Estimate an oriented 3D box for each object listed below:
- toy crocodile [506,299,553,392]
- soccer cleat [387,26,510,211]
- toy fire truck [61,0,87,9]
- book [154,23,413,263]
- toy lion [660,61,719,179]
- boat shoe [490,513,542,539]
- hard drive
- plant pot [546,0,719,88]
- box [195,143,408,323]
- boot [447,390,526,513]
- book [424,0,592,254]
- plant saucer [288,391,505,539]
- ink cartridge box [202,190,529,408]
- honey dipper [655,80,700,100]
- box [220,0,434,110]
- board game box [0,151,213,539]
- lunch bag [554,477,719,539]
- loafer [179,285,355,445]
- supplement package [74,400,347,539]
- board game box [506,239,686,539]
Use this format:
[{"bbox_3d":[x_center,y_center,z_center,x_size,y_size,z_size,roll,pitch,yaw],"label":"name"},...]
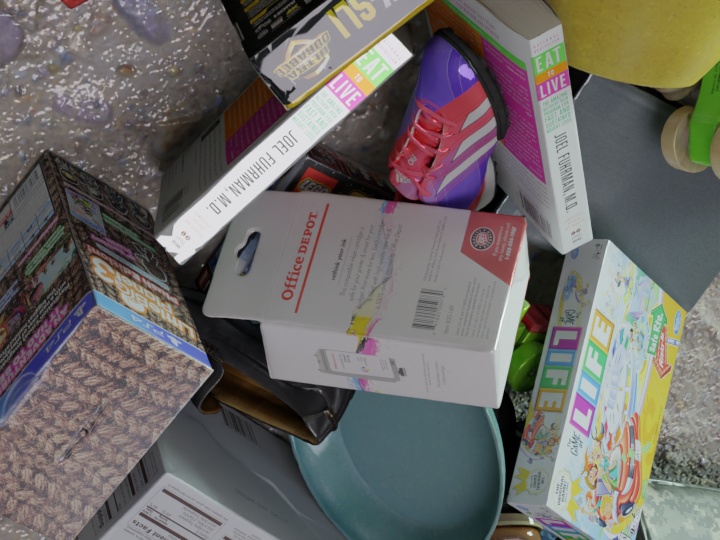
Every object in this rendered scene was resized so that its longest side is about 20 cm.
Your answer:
[{"bbox_3d":[0.138,0.054,1.649,0.062,0.068,0.200,-51,144,14],"label":"toy crocodile"},{"bbox_3d":[0.052,-0.085,1.486,0.073,0.068,0.200,-34,158,-15],"label":"soccer cleat"},{"bbox_3d":[-0.147,-0.274,1.383,0.200,0.049,0.141,-38,126,6],"label":"toy fire truck"},{"bbox_3d":[-0.052,-0.099,1.464,0.200,0.134,0.048,-41,105,11],"label":"book"},{"bbox_3d":[0.304,-0.147,1.591,0.191,0.069,0.201,-12,109,-35],"label":"toy lion"},{"bbox_3d":[0.050,0.237,1.724,0.199,0.068,0.072,-16,155,20],"label":"boat shoe"},{"bbox_3d":[0.202,-0.061,1.647,0.199,0.033,0.140,23,111,-30],"label":"hard drive"},{"bbox_3d":[0.184,-0.199,1.436,0.199,0.200,0.143,4,111,-21],"label":"plant pot"},{"bbox_3d":[0.000,0.000,1.613,0.199,0.040,0.137,25,112,-30],"label":"box"},{"bbox_3d":[0.120,0.133,1.681,0.157,0.080,0.211,1,158,-15],"label":"boot"},{"bbox_3d":[0.098,-0.119,1.485,0.048,0.134,0.200,-28,140,-12],"label":"book"},{"bbox_3d":[0.031,0.116,1.584,0.036,0.200,0.201,-25,134,-44],"label":"plant saucer"},{"bbox_3d":[0.005,0.016,1.498,0.199,0.117,0.068,8,143,12],"label":"ink cartridge box"},{"bbox_3d":[0.165,-0.189,1.552,0.038,0.038,0.200,-45,122,12],"label":"honey dipper"},{"bbox_3d":[0.005,-0.205,1.409,0.200,0.160,0.049,-37,118,6],"label":"box"},{"bbox_3d":[-0.201,0.048,1.478,0.097,0.200,0.160,31,109,-32],"label":"board game box"},{"bbox_3d":[0.240,0.263,1.791,0.199,0.140,0.168,10,140,-36],"label":"lunch bag"},{"bbox_3d":[-0.101,0.064,1.553,0.199,0.073,0.073,12,146,15],"label":"loafer"},{"bbox_3d":[-0.117,0.178,1.614,0.111,0.156,0.200,-45,124,14],"label":"supplement package"},{"bbox_3d":[0.173,0.095,1.616,0.134,0.034,0.201,36,63,-49],"label":"board game box"}]
